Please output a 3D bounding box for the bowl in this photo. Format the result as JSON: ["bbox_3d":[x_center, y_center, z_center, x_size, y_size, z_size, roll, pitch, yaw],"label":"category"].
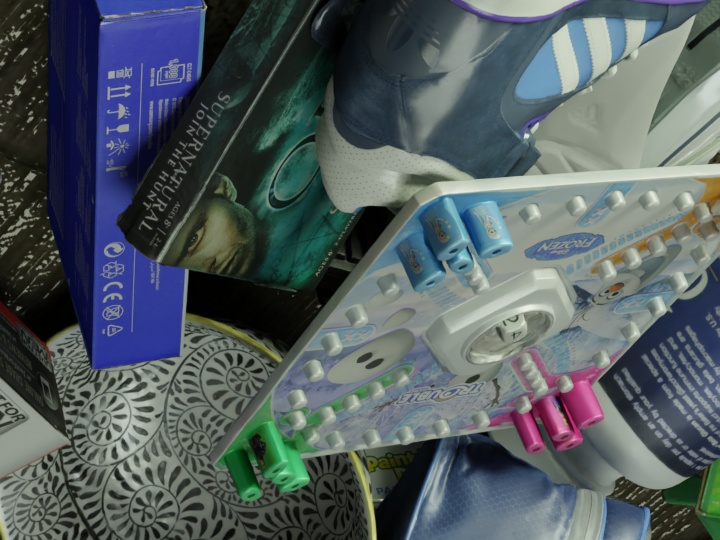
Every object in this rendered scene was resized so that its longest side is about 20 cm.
[{"bbox_3d":[-0.070,0.096,1.106,0.200,0.094,0.202,8,113,19],"label":"bowl"}]

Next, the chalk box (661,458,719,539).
[{"bbox_3d":[0.257,0.104,1.222,0.199,0.125,0.124,6,156,26],"label":"chalk box"}]

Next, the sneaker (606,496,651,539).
[{"bbox_3d":[0.080,0.201,1.254,0.199,0.089,0.075,-32,138,13],"label":"sneaker"}]

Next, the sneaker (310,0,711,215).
[{"bbox_3d":[0.060,-0.083,0.907,0.200,0.081,0.147,-20,147,-50],"label":"sneaker"}]

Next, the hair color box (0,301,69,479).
[{"bbox_3d":[-0.242,0.076,1.022,0.199,0.061,0.102,-27,140,9],"label":"hair color box"}]

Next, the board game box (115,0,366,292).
[{"bbox_3d":[-0.006,-0.085,0.914,0.201,0.028,0.135,-58,155,10],"label":"board game box"}]

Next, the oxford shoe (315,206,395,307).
[{"bbox_3d":[0.000,0.000,1.071,0.199,0.073,0.084,16,134,-34],"label":"oxford shoe"}]

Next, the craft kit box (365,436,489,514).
[{"bbox_3d":[0.022,0.174,1.300,0.196,0.049,0.201,-5,138,-22],"label":"craft kit box"}]

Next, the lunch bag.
[{"bbox_3d":[0.059,0.179,1.131,0.132,0.136,0.200,24,152,-3],"label":"lunch bag"}]

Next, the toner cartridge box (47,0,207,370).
[{"bbox_3d":[-0.099,-0.060,0.940,0.043,0.095,0.201,-8,140,-15],"label":"toner cartridge box"}]

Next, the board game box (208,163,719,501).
[{"bbox_3d":[0.062,0.027,0.957,0.199,0.026,0.200,-6,148,-36],"label":"board game box"}]

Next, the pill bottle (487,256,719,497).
[{"bbox_3d":[0.162,0.040,1.152,0.200,0.111,0.111,-36,138,17],"label":"pill bottle"}]

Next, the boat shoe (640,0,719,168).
[{"bbox_3d":[0.138,-0.066,1.051,0.199,0.074,0.067,-34,138,15],"label":"boat shoe"}]

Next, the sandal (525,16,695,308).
[{"bbox_3d":[0.089,-0.086,0.991,0.079,0.059,0.208,11,101,-27],"label":"sandal"}]
